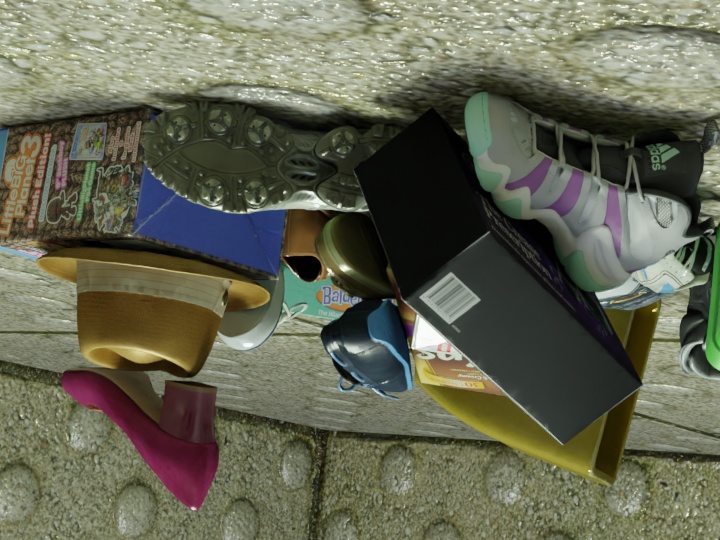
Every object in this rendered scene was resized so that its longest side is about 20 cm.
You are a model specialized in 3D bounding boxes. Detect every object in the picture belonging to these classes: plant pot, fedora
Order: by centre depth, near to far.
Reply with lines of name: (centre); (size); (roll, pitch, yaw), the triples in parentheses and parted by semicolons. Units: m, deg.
fedora: (-0.166, 0.037, 1.317); (0.198, 0.083, 0.201); (8, 171, 1)
plant pot: (0.165, 0.082, 1.622); (0.198, 0.197, 0.195); (14, 174, 16)

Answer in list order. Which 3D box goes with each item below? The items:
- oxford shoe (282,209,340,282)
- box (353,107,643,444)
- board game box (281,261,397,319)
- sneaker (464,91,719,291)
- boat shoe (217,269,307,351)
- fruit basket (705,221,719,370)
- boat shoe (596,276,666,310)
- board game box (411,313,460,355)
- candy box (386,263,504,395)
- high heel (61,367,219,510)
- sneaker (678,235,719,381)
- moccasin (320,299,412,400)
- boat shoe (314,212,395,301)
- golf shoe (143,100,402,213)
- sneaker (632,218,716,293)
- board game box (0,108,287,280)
oxford shoe: (-0.037, -0.021, 1.516); (0.070, 0.072, 0.200); (1, 170, 23)
box: (0.094, 0.005, 1.152); (0.079, 0.142, 0.200); (-38, 130, 12)
board game box: (-0.022, 0.017, 1.658); (0.150, 0.046, 0.200); (10, -175, -13)
sneaker: (0.165, -0.072, 1.093); (0.139, 0.079, 0.200); (-22, 142, 27)
boat shoe: (-0.092, 0.024, 1.475); (0.086, 0.074, 0.203); (57, -174, -31)
fruit basket: (0.363, 0.019, 1.260); (0.213, 0.157, 0.216); (9, 153, 5)
boat shoe: (0.177, 0.007, 1.499); (0.198, 0.072, 0.091); (0, 168, 36)
board game box: (0.111, -0.006, 1.289); (0.125, 0.035, 0.201); (8, 137, 0)
candy box: (0.097, 0.036, 1.442); (0.115, 0.057, 0.201); (7, 151, 16)
high heel: (-0.187, 0.131, 1.358); (0.067, 0.098, 0.199); (7, 179, -39)
sneaker: (0.316, 0.041, 1.459); (0.075, 0.115, 0.200); (4, 170, 22)
moccasin: (0.005, 0.061, 1.448); (0.067, 0.081, 0.200); (-11, 161, 5)
boat shoe: (-0.001, -0.002, 1.453); (0.063, 0.074, 0.200); (-27, 170, 15)
golf shoe: (-0.059, -0.073, 1.226); (0.197, 0.079, 0.097); (9, 176, 1)
sneaker: (0.231, -0.025, 1.268); (0.072, 0.073, 0.200); (10, 175, 17)
board game box: (-0.180, -0.054, 1.348); (0.198, 0.098, 0.159); (-1, 167, 43)
